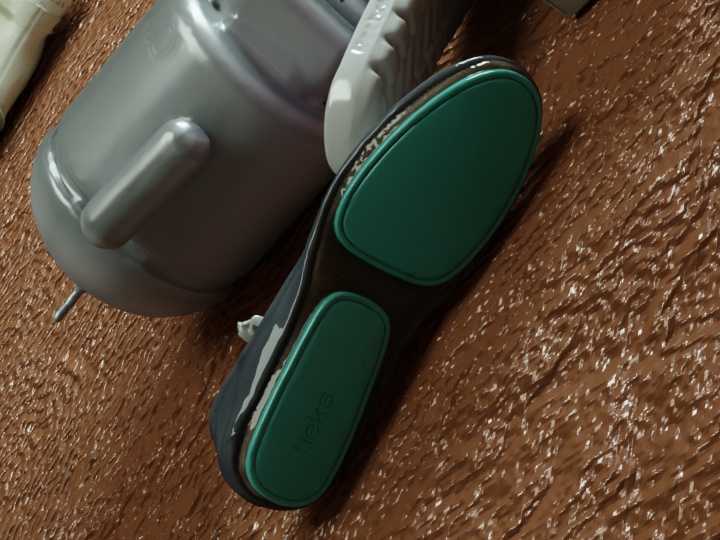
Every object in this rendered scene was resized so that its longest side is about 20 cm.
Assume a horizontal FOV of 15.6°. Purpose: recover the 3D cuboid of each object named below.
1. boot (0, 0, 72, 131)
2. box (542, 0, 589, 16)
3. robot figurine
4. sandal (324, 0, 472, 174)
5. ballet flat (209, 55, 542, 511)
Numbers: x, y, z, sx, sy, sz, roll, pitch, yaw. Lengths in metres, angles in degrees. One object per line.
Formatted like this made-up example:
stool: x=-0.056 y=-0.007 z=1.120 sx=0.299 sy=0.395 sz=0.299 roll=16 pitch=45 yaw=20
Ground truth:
boot: x=-0.261 y=-0.147 z=1.772 sx=0.155 sy=0.072 sz=0.200 roll=-64 pitch=23 yaw=-9
box: x=0.083 y=-0.201 z=1.121 sx=0.082 sy=0.068 sz=0.200 roll=-44 pitch=25 yaw=29
robot figurine: x=-0.074 y=-0.058 z=1.202 sx=0.200 sy=0.113 sz=0.170 roll=-48 pitch=-4 yaw=23
sandal: x=0.012 y=-0.120 z=1.116 sx=0.203 sy=0.050 sz=0.083 roll=-66 pitch=-20 yaw=-46
ballet flat: x=0.000 y=0.000 z=1.036 sx=0.200 sy=0.073 sz=0.073 roll=-60 pitch=22 yaw=1
